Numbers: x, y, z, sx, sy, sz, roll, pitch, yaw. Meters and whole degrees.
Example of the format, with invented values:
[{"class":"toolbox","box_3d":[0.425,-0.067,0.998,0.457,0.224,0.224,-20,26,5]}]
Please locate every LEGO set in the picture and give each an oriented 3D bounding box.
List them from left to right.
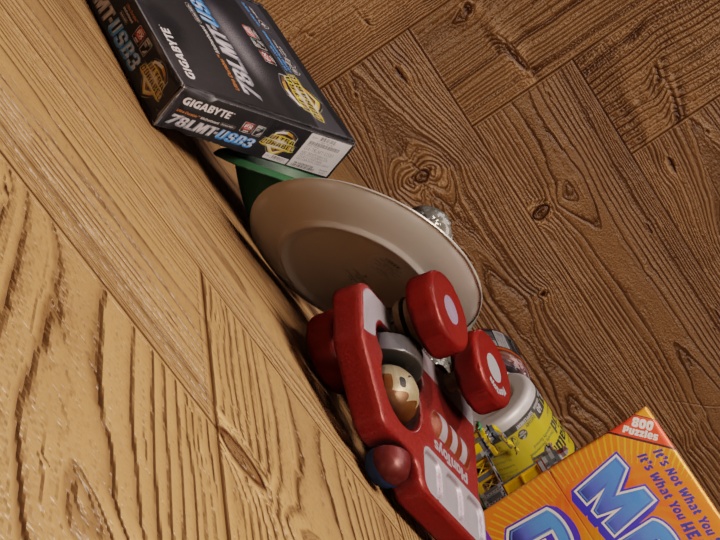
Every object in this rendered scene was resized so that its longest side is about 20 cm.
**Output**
[{"class":"LEGO set","box_3d":[0.203,0.243,1.804,0.200,0.116,0.154,54,5,-25]}]

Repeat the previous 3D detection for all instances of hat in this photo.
[{"class":"hat","box_3d":[-0.056,0.008,1.403,0.200,0.176,0.166,19,6,3]}]

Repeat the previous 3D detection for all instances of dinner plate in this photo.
[{"class":"dinner plate","box_3d":[0.000,0.000,1.302,0.200,0.200,0.024,53,49,-37]}]

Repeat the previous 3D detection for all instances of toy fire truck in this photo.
[{"class":"toy fire truck","box_3d":[0.040,0.108,1.243,0.200,0.112,0.168,50,26,-43]}]

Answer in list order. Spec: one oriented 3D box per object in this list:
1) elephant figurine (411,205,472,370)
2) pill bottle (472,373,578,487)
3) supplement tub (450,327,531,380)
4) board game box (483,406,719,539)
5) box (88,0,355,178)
[{"class":"elephant figurine","box_3d":[0.053,0.045,1.658,0.141,0.155,0.200,-15,-79,50]},{"class":"pill bottle","box_3d":[0.203,0.228,1.947,0.200,0.111,0.111,55,5,-22]},{"class":"supplement tub","box_3d":[0.184,0.151,2.310,0.107,0.107,0.200,55,5,-10]},{"class":"board game box","box_3d":[0.229,0.263,1.454,0.200,0.200,0.200,58,5,14]},{"class":"box","box_3d":[-0.122,-0.177,1.371,0.198,0.050,0.200,17,33,-47]}]
